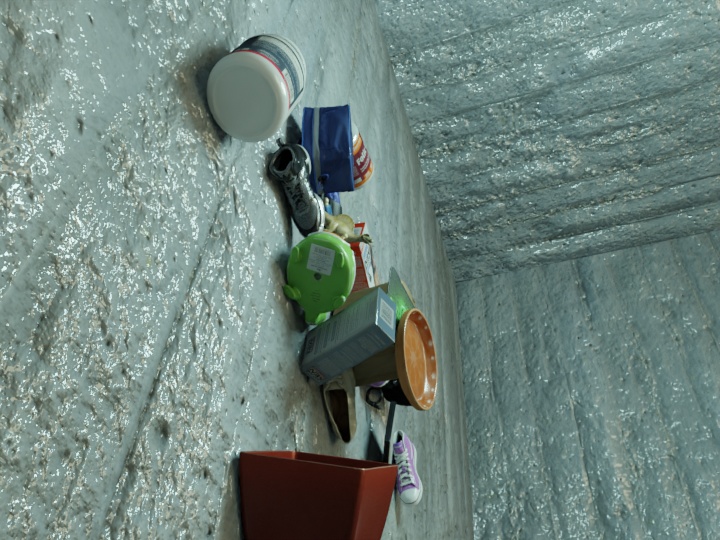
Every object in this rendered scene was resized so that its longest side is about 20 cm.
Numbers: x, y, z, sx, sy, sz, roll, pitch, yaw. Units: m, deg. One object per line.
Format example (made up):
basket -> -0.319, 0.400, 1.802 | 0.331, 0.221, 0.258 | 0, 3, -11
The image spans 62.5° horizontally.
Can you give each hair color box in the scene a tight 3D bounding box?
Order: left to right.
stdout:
hair color box -> -0.023, 0.128, 1.141 | 0.061, 0.197, 0.101 | 42, 32, -26
hair color box -> 0.000, 0.000, 1.468 | 0.112, 0.062, 0.205 | -76, 157, -55

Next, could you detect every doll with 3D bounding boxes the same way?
doll -> -0.068, -0.145, 1.455 | 0.137, 0.047, 0.206 | 55, 28, -55

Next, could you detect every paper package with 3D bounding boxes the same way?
paper package -> 0.027, 0.143, 1.338 | 0.204, 0.185, 0.105 | -85, 152, -45

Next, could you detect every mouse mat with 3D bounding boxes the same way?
mouse mat -> 0.094, 0.113, 1.256 | 0.164, 0.007, 0.202 | -80, 150, -42

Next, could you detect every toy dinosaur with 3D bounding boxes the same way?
toy dinosaur -> -0.063, -0.095, 1.371 | 0.102, 0.197, 0.058 | -51, 170, -16

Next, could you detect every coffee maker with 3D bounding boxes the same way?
coffee maker -> 0.086, 0.297, 1.620 | 0.194, 0.133, 0.201 | -53, 146, -13

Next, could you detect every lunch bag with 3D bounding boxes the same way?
lunch bag -> -0.081, -0.266, 1.341 | 0.138, 0.127, 0.205 | 84, 4, -54

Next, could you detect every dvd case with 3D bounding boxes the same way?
dvd case -> 0.070, 0.457, 1.496 | 0.144, 0.017, 0.206 | -72, 166, -61

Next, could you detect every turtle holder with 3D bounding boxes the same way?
turtle holder -> -0.068, 0.015, 1.174 | 0.132, 0.136, 0.192 | -57, 133, -70

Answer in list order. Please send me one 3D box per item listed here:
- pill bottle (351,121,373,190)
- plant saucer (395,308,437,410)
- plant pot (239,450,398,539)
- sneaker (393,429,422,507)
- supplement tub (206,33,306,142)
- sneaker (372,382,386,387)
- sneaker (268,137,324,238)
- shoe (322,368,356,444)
pill bottle -> -0.043, -0.313, 1.536 | 0.201, 0.110, 0.117 | 59, 25, -52
plant saucer -> 0.114, 0.184, 1.224 | 0.199, 0.031, 0.208 | -10, 91, -67
plant pot -> -0.066, 0.373, 0.881 | 0.200, 0.193, 0.183 | 41, 53, -66
sneaker -> 0.116, 0.540, 1.644 | 0.203, 0.071, 0.116 | -97, 164, -53
supplement tub -> -0.171, -0.320, 1.021 | 0.202, 0.136, 0.144 | -76, 151, -57
sneaker -> 0.063, 0.192, 1.506 | 0.089, 0.078, 0.205 | 77, 34, -68
sneaker -> -0.133, -0.164, 1.190 | 0.113, 0.073, 0.207 | 15, 59, -72
shoe -> -0.041, 0.261, 1.234 | 0.053, 0.067, 0.208 | -48, 128, -81
